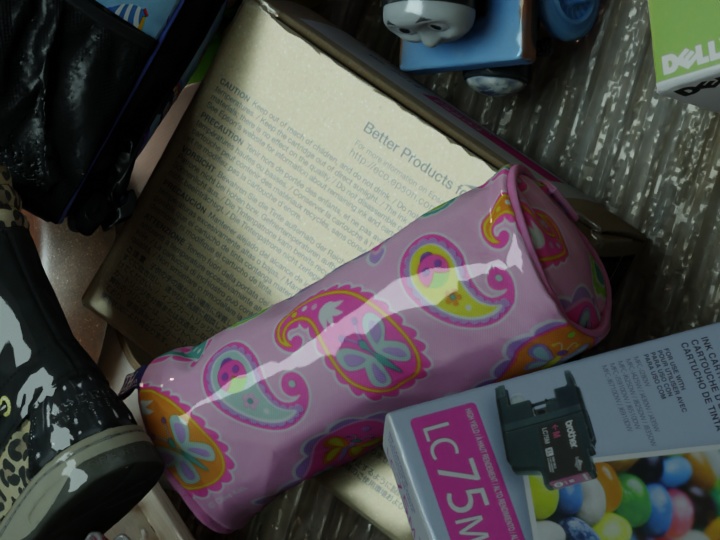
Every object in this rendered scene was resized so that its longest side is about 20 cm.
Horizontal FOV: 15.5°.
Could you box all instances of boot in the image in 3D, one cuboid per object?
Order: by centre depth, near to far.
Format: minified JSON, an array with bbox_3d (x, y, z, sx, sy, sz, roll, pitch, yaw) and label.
[{"bbox_3d":[-0.168,0.057,1.133,0.204,0.073,0.154,-40,72,51],"label":"boot"}]

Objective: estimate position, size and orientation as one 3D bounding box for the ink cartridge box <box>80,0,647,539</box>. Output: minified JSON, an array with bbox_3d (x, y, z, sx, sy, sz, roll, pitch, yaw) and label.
[{"bbox_3d":[0.000,0.000,1.166,0.200,0.075,0.165,36,103,20],"label":"ink cartridge box"}]

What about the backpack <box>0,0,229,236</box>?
[{"bbox_3d":[-0.128,-0.128,1.189,0.201,0.134,0.183,-62,8,-2],"label":"backpack"}]

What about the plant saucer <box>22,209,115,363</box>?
[{"bbox_3d":[-0.188,0.009,1.357,0.200,0.034,0.201,-19,67,54],"label":"plant saucer"}]

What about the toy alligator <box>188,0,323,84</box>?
[{"bbox_3d":[-0.040,-0.164,1.276,0.200,0.054,0.059,-44,58,27],"label":"toy alligator"}]

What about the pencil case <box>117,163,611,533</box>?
[{"bbox_3d":[0.003,0.032,1.081,0.200,0.087,0.088,-28,66,22],"label":"pencil case"}]

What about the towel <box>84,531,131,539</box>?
[{"bbox_3d":[-0.081,0.218,1.125,0.030,0.200,0.147,-3,57,29],"label":"towel"}]

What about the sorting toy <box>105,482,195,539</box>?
[{"bbox_3d":[-0.159,0.164,1.294,0.200,0.107,0.180,57,142,9],"label":"sorting toy"}]

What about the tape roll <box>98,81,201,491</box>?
[{"bbox_3d":[-0.072,0.009,1.290,0.202,0.037,0.204,-7,79,39],"label":"tape roll"}]

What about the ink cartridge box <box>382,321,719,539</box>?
[{"bbox_3d":[0.120,0.088,1.030,0.042,0.199,0.120,99,155,-62],"label":"ink cartridge box"}]

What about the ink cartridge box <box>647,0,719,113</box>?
[{"bbox_3d":[0.166,-0.119,0.998,0.147,0.200,0.076,-15,74,38],"label":"ink cartridge box"}]

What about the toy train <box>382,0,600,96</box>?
[{"bbox_3d":[0.049,-0.180,1.164,0.086,0.114,0.201,-1,82,41],"label":"toy train"}]
